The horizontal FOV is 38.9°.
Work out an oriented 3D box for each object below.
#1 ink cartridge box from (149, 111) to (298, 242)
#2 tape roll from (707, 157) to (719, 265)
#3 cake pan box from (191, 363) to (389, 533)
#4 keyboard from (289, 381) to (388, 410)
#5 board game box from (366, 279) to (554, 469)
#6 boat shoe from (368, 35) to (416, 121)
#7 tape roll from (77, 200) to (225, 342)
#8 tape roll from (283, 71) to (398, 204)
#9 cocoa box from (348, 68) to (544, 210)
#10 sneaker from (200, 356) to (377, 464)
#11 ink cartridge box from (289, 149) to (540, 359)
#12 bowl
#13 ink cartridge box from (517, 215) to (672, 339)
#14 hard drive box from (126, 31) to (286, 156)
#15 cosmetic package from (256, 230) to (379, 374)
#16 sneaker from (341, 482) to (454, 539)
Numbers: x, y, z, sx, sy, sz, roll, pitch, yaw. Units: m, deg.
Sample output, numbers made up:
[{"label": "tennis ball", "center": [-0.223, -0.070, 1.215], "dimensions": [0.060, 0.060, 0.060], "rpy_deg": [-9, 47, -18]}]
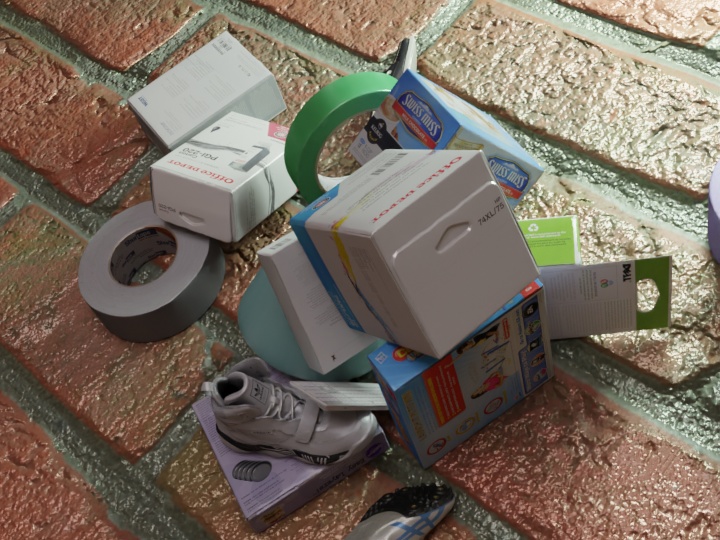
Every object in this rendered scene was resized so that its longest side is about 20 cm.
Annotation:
[{"label": "ink cartridge box", "center": [-0.180, -0.135, 1.435], "dimensions": [0.144, 0.086, 0.200], "rpy_deg": [18, 40, 23]}, {"label": "tape roll", "center": [0.518, -0.072, 1.217], "dimensions": [0.196, 0.085, 0.203], "rpy_deg": [-8, 52, 11]}, {"label": "cake pan box", "center": [-0.085, 0.187, 1.239], "dimensions": [0.198, 0.053, 0.185], "rpy_deg": [-33, 54, -7]}, {"label": "keyboard", "center": [-0.006, 0.142, 1.168], "dimensions": [0.056, 0.199, 0.011], "rpy_deg": [34, 101, 30]}, {"label": "board game box", "center": [0.119, 0.107, 1.136], "dimensions": [0.194, 0.201, 0.056], "rpy_deg": [-33, 55, -9]}, {"label": "boat shoe", "center": [0.048, -0.266, 1.519], "dimensions": [0.059, 0.074, 0.203], "rpy_deg": [3, 64, 13]}, {"label": "tape roll", "center": [-0.293, -0.002, 1.433], "dimensions": [0.197, 0.067, 0.203], "rpy_deg": [-9, 53, 12]}, {"label": "tape roll", "center": [-0.005, -0.168, 1.377], "dimensions": [0.198, 0.202, 0.048], "rpy_deg": [-30, 52, -6]}, {"label": "cocoa box", "center": [0.112, -0.141, 1.299], "dimensions": [0.132, 0.199, 0.134], "rpy_deg": [-51, 51, 18]}, {"label": "sneaker", "center": [-0.085, 0.160, 1.153], "dimensions": [0.196, 0.116, 0.076], "rpy_deg": [0, 54, 16]}, {"label": "ink cartridge box", "center": [0.051, -0.025, 1.044], "dimensions": [0.146, 0.147, 0.199], "rpy_deg": [-36, 20, -18]}, {"label": "bowl", "center": [-0.047, 0.028, 1.257], "dimensions": [0.197, 0.106, 0.202], "rpy_deg": [10, 39, -8]}, {"label": "ink cartridge box", "center": [0.260, 0.009, 1.198], "dimensions": [0.196, 0.149, 0.077], "rpy_deg": [-6, 51, 12]}, {"label": "hard drive box", "center": [-0.242, -0.262, 1.600], "dimensions": [0.199, 0.077, 0.156], "rpy_deg": [-36, 52, -11]}, {"label": "cosmetic package", "center": [0.000, 0.000, 1.161], "dimensions": [0.198, 0.153, 0.051], "rpy_deg": [-31, 17, -21]}, {"label": "sneaker", "center": [0.025, 0.304, 1.118], "dimensions": [0.198, 0.073, 0.072], "rpy_deg": [-32, 22, -22]}]
